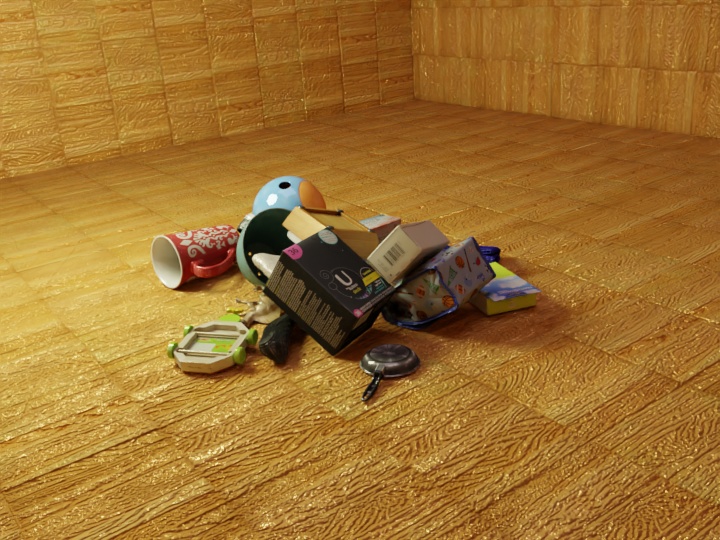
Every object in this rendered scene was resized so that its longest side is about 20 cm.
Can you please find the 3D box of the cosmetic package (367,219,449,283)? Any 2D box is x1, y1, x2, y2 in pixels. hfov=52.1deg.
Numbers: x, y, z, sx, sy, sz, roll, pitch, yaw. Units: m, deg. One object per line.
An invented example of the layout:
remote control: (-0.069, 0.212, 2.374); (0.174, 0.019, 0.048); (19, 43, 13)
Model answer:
cosmetic package: (0.104, -0.043, 1.543); (0.073, 0.104, 0.200); (47, 20, 10)

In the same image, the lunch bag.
lunch bag: (0.156, 0.039, 1.550); (0.200, 0.124, 0.170); (-28, 2, 44)

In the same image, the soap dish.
soap dish: (-0.064, -0.082, 1.671); (0.157, 0.081, 0.200); (3, 20, -33)

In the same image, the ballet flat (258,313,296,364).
ballet flat: (-0.164, 0.134, 1.500); (0.066, 0.057, 0.200); (-28, 12, 14)

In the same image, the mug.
mug: (-0.396, -0.029, 1.863); (0.200, 0.133, 0.178); (-20, 61, -45)

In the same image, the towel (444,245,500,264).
towel: (0.240, -0.042, 1.818); (0.200, 0.050, 0.148); (2, 13, 15)

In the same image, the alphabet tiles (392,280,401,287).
alphabet tiles: (0.021, -0.005, 1.659); (0.196, 0.015, 0.200); (26, 19, 25)

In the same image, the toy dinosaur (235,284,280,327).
toy dinosaur: (-0.209, 0.081, 1.636); (0.200, 0.058, 0.101); (-27, 45, -29)

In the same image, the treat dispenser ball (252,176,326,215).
treat dispenser ball: (-0.191, -0.155, 2.000); (0.201, 0.201, 0.201); (-3, 22, 1)

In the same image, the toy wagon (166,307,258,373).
toy wagon: (-0.285, 0.138, 1.483); (0.155, 0.040, 0.200); (3, 27, 15)

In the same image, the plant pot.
plant pot: (-0.215, -0.035, 1.761); (0.200, 0.200, 0.135); (-20, -1, -35)

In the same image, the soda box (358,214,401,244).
soda box: (0.029, -0.095, 1.917); (0.068, 0.064, 0.200); (15, 20, 30)

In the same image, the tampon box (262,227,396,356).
tampon box: (-0.062, 0.039, 1.473); (0.200, 0.126, 0.150); (42, 39, 12)

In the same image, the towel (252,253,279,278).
towel: (-0.128, 0.006, 1.643); (0.200, 0.035, 0.133); (10, 14, -31)

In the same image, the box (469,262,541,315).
box: (0.296, 0.041, 1.629); (0.122, 0.048, 0.200); (-11, 22, -17)

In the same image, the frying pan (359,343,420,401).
frying pan: (0.030, 0.178, 1.366); (0.115, 0.031, 0.190); (14, 25, 41)

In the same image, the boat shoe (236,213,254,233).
boat shoe: (-0.232, -0.066, 1.898); (0.200, 0.069, 0.057); (39, 70, 9)
